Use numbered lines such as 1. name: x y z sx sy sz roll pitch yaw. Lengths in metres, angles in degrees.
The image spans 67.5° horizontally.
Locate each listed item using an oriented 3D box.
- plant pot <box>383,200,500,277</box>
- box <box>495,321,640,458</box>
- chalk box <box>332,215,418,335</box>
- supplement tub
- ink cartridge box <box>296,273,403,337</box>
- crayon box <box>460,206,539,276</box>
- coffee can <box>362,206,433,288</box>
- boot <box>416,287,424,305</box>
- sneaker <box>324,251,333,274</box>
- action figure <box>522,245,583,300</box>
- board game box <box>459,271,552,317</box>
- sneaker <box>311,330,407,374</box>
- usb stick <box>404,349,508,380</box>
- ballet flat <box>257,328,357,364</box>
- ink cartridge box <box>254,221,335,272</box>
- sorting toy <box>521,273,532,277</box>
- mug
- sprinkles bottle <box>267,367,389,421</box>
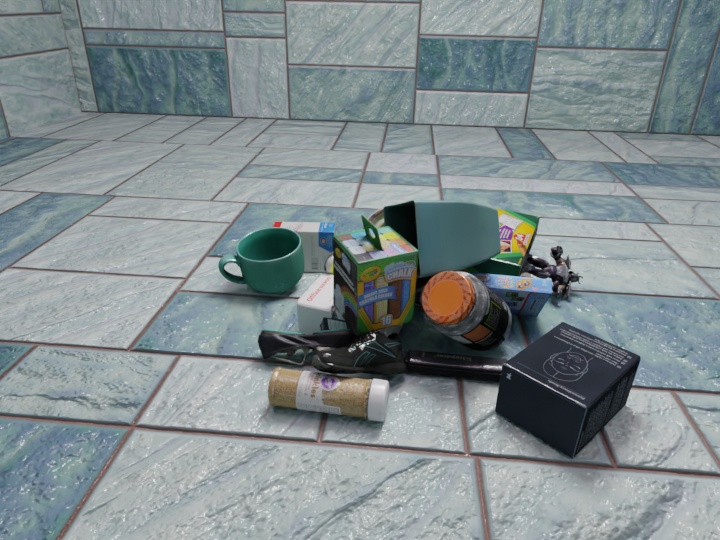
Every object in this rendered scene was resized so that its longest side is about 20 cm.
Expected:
1. plant pot: 0.169 -0.067 1.069 0.200 0.142 0.141 -6 3 -21
2. box: 0.352 0.194 0.918 0.200 0.107 0.148 -21 35 -38
3. chalk box: 0.025 -0.004 1.007 0.124 0.200 0.125 -11 33 -21
4. supplement tub: 0.203 0.076 1.029 0.122 0.123 0.200 24 -5 37
5. ink cartridge box: -0.015 0.088 1.136 0.200 0.085 0.145 11 29 16
6. crayon box: 0.296 -0.068 1.224 0.172 0.058 0.200 15 43 21
7. coffee can: 0.090 -0.057 1.236 0.146 0.147 0.200 -4 18 -10
8. boot: 0.162 -0.002 1.290 0.090 0.073 0.200 13 48 29
9. sneaker: 0.000 0.000 1.253 0.200 0.076 0.076 14 15 -47
10. action figure: 0.438 -0.002 1.274 0.200 0.069 0.130 14 55 -9
11. board game box: 0.294 0.053 1.162 0.199 0.151 0.037 5 68 8
12. sneaker: -0.002 0.147 0.964 0.200 0.079 0.075 9 -12 -39
13. usb stick: 0.183 0.179 1.021 0.199 0.033 0.055 4 28 7
14. ballet flat: -0.098 0.148 1.042 0.199 0.073 0.073 -1 27 -2
15. ink cartridge box: -0.164 -0.061 1.388 0.199 0.116 0.067 2 27 0
16. sorting toy: 0.320 0.010 1.300 0.180 0.107 0.200 20 31 19
17. mug: -0.226 -0.018 1.291 0.185 0.115 0.152 4 36 12
18. sprinkles bottle: -0.053 0.209 0.915 0.199 0.068 0.068 5 27 9
